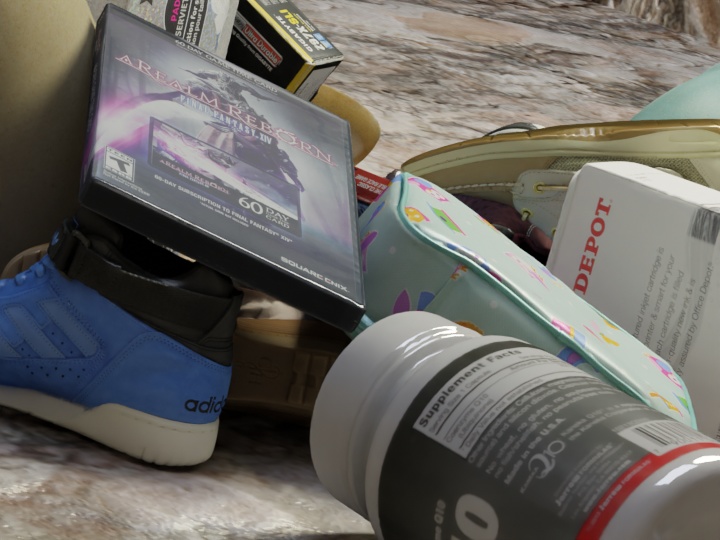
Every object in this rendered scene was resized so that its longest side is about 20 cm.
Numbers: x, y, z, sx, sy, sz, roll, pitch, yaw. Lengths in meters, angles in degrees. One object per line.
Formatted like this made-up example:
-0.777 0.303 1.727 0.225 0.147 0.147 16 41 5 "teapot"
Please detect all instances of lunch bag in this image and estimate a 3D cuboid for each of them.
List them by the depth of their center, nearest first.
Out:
0.076 0.040 1.466 0.200 0.077 0.160 39 9 -8 "lunch bag"

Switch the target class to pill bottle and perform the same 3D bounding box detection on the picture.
0.075 0.096 1.253 0.114 0.114 0.200 4 16 -42 "pill bottle"

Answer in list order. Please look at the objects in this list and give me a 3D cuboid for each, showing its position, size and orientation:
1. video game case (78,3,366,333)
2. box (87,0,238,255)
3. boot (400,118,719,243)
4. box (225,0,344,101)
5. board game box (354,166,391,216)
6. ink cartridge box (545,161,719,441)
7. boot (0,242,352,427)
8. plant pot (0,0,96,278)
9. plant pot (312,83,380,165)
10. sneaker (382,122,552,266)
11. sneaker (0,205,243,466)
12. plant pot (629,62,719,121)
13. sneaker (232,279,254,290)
-0.066 -0.053 1.412 0.143 0.019 0.200 26 25 -16 "video game case"
-0.163 -0.114 1.700 0.132 0.201 0.115 21 15 29 "box"
0.126 -0.007 1.711 0.199 0.155 0.072 -4 6 9 "boot"
-0.129 -0.137 1.781 0.200 0.160 0.049 47 27 14 "box"
0.030 -0.014 1.747 0.200 0.019 0.103 24 -25 55 "board game box"
0.200 0.037 1.593 0.200 0.147 0.083 22 13 31 "ink cartridge box"
-0.082 0.035 1.489 0.199 0.073 0.166 18 1 -1 "boot"
-0.210 -0.113 1.482 0.187 0.200 0.188 -2 37 1 "plant pot"
-0.086 -0.094 1.946 0.199 0.028 0.200 7 -17 2 "plant pot"
0.061 -0.010 1.826 0.075 0.116 0.200 14 -24 -29 "sneaker"
-0.151 0.010 1.366 0.199 0.112 0.077 17 12 10 "sneaker"
0.207 -0.017 1.815 0.134 0.201 0.200 -20 26 -20 "plant pot"
-0.021 0.008 1.650 0.080 0.077 0.200 32 20 26 "sneaker"
